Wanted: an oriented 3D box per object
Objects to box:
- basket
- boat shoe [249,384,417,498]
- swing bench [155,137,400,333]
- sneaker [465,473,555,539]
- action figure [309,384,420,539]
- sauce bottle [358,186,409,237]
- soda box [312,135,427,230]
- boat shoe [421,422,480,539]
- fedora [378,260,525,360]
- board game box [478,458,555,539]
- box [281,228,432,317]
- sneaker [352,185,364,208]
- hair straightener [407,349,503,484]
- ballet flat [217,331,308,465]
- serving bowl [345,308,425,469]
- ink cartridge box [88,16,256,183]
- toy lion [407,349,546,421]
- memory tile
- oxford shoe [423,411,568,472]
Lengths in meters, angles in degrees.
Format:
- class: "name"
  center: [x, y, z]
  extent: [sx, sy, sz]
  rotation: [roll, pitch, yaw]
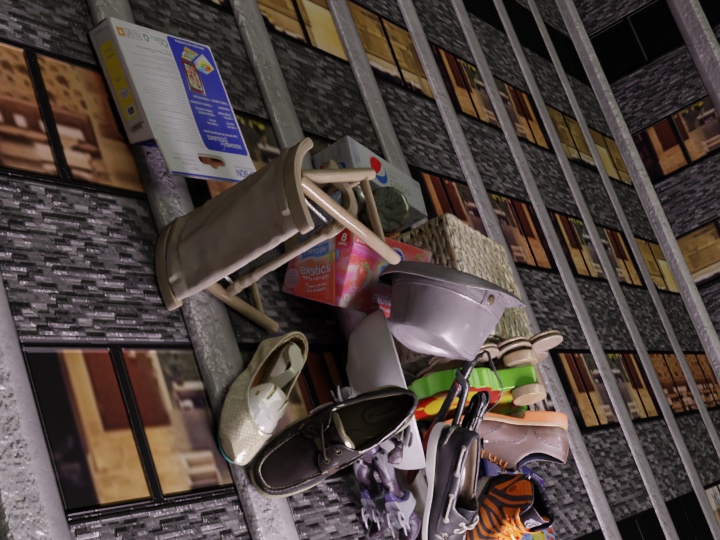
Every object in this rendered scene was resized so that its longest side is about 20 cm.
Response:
- class: "basket"
  center: [0.127, 0.050, 1.670]
  extent: [0.197, 0.160, 0.202]
  rotation: [24, 44, -52]
- class: "boat shoe"
  center: [-0.027, 0.174, 1.241]
  extent: [0.074, 0.199, 0.065]
  rotation: [57, -18, 10]
- class: "swing bench"
  center: [-0.096, -0.040, 1.286]
  extent: [0.199, 0.198, 0.131]
  rotation: [19, 49, -56]
- class: "sneaker"
  center: [0.186, 0.344, 1.519]
  extent: [0.078, 0.111, 0.201]
  rotation: [45, 47, -28]
- class: "action figure"
  center: [0.011, 0.216, 1.338]
  extent: [0.069, 0.129, 0.202]
  rotation: [-45, 120, -48]
- class: "sauce bottle"
  center: [0.029, -0.075, 1.627]
  extent: [0.065, 0.064, 0.200]
  rotation: [63, -4, 0]
- class: "soda box"
  center: [0.017, -0.124, 1.728]
  extent: [0.199, 0.068, 0.064]
  rotation: [28, 42, -50]
- class: "boat shoe"
  center: [0.119, 0.290, 1.452]
  extent: [0.074, 0.060, 0.203]
  rotation: [-13, 107, -58]
- class: "fedora"
  center: [0.104, 0.058, 1.429]
  extent: [0.200, 0.175, 0.091]
  rotation: [31, 70, -56]
- class: "board game box"
  center: [0.221, 0.339, 1.714]
  extent: [0.200, 0.034, 0.137]
  rotation: [37, 36, -44]
- class: "box"
  center: [0.000, 0.000, 1.505]
  extent: [0.199, 0.094, 0.104]
  rotation: [16, 87, -57]
- class: "sneaker"
  center: [-0.052, -0.076, 1.552]
  extent: [0.072, 0.072, 0.200]
  rotation: [60, 27, -8]
- class: "hair straightener"
  center: [0.130, 0.197, 1.491]
  extent: [0.076, 0.202, 0.041]
  rotation: [23, 10, -2]
- class: "ballet flat"
  center: [-0.102, 0.129, 1.272]
  extent: [0.068, 0.062, 0.201]
  rotation: [52, 28, -21]
- class: "serving bowl"
  center: [0.023, 0.153, 1.435]
  extent: [0.200, 0.065, 0.203]
  rotation: [165, -90, -88]
- class: "ink cartridge box"
  center: [-0.215, -0.188, 1.384]
  extent: [0.197, 0.047, 0.202]
  rotation: [2, 66, -63]
- class: "toy lion"
  center: [0.150, 0.174, 1.595]
  extent: [0.200, 0.189, 0.069]
  rotation: [84, -5, -66]
- class: "memory tile"
  center: [0.167, 0.129, 1.596]
  extent: [0.198, 0.154, 0.017]
  rotation: [-9, 65, -21]
- class: "oxford shoe"
  center: [0.184, 0.235, 1.580]
  extent: [0.071, 0.197, 0.074]
  rotation: [71, 16, -66]
